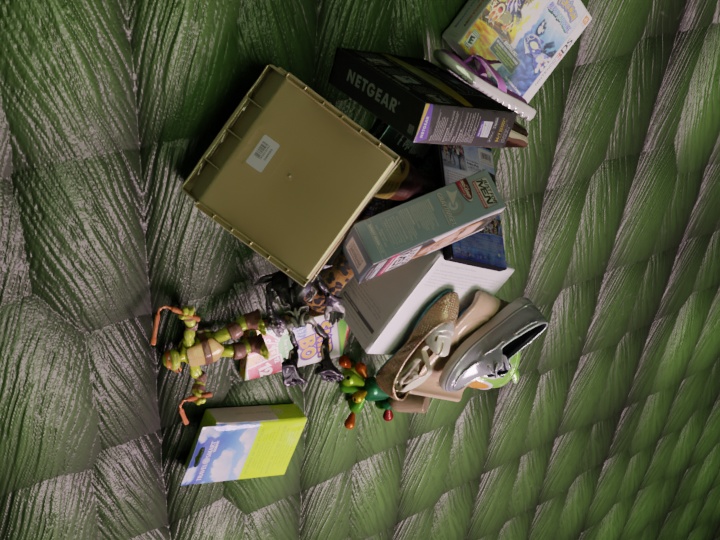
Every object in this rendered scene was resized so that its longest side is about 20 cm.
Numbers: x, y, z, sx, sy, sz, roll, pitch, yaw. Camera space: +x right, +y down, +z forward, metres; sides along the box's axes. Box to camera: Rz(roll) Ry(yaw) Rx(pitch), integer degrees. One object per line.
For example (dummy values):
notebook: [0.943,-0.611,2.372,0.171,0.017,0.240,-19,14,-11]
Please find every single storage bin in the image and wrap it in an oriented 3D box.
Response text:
storage bin: [-0.085,-0.118,0.980,0.198,0.094,0.200,37,96,-4]

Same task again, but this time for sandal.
sandal: [0.179,-0.273,1.100,0.202,0.082,0.050,20,108,-41]

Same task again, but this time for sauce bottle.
sauce bottle: [0.035,-0.133,1.106,0.200,0.066,0.066,6,116,-40]

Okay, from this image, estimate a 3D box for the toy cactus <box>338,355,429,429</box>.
toy cactus: [0.032,0.216,1.329,0.102,0.165,0.200,-68,151,-26]

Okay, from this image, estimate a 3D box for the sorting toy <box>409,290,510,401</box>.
sorting toy: [0.173,0.126,1.295,0.185,0.036,0.200,20,111,-51]

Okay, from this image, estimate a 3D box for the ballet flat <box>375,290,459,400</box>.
ballet flat: [0.099,0.122,1.191,0.070,0.065,0.200,7,125,-45]

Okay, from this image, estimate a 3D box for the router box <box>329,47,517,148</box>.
router box: [0.078,-0.224,1.015,0.157,0.200,0.052,-3,123,-36]

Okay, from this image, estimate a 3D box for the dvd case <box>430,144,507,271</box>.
dvd case: [0.161,-0.104,1.168,0.142,0.018,0.201,9,71,-45]

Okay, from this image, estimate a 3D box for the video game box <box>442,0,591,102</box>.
video game box: [0.237,-0.361,1.159,0.200,0.047,0.182,29,98,-47]

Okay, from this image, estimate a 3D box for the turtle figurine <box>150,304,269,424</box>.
turtle figurine: [-0.215,0.119,1.126,0.161,0.064,0.201,-14,117,-19]

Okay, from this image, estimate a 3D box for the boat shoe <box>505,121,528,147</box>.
boat shoe: [0.200,-0.237,1.201,0.202,0.075,0.075,5,93,-51]

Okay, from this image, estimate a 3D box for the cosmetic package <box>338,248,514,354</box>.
cosmetic package: [0.099,0.023,1.241,0.199,0.123,0.200,10,125,-47]

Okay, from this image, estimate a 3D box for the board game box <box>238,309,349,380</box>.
board game box: [-0.096,0.110,1.248,0.200,0.030,0.096,-13,127,-35]

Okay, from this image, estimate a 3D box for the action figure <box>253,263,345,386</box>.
action figure: [-0.084,0.064,1.111,0.119,0.201,0.102,-11,157,3]

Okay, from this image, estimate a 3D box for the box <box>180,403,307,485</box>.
box: [-0.194,0.282,1.276,0.200,0.048,0.122,5,115,-41]

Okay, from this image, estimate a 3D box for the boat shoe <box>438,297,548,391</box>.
boat shoe: [0.213,0.130,1.243,0.201,0.072,0.070,-43,144,0]

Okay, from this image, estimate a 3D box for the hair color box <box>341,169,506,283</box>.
hair color box: [0.082,-0.057,1.038,0.200,0.061,0.099,-24,171,-16]

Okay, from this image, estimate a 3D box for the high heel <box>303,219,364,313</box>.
high heel: [0.000,0.000,1.165,0.199,0.071,0.143,-4,127,10]

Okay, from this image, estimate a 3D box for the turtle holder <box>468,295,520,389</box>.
turtle holder: [0.221,0.127,1.429,0.131,0.141,0.186,0,121,-37]

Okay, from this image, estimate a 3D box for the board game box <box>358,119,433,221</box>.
board game box: [0.043,-0.146,1.170,0.135,0.028,0.200,29,99,-47]
